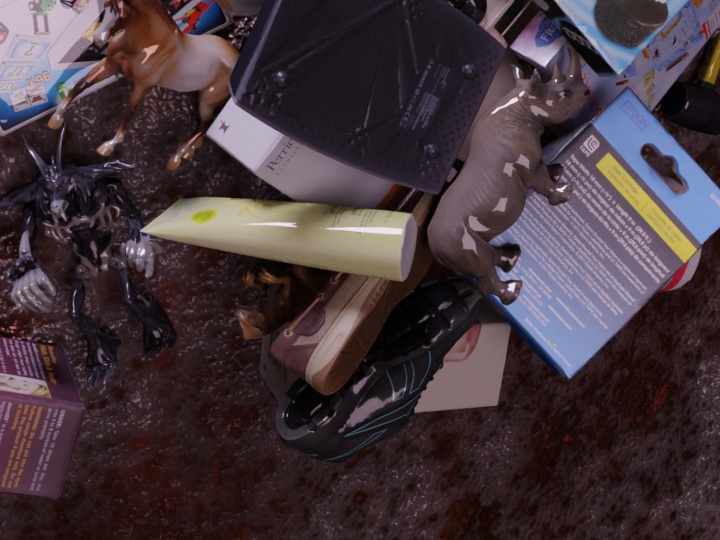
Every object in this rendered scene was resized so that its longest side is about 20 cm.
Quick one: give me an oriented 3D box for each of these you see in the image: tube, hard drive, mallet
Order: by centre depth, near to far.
[{"bbox_3d":[0.005,-0.143,0.848,0.199,0.042,0.135,19,99,-40],"label":"hard drive"},{"bbox_3d":[-0.059,-0.030,0.894,0.058,0.199,0.052,60,40,-67],"label":"tube"},{"bbox_3d":[0.354,-0.224,1.127,0.066,0.041,0.201,22,97,-30],"label":"mallet"}]

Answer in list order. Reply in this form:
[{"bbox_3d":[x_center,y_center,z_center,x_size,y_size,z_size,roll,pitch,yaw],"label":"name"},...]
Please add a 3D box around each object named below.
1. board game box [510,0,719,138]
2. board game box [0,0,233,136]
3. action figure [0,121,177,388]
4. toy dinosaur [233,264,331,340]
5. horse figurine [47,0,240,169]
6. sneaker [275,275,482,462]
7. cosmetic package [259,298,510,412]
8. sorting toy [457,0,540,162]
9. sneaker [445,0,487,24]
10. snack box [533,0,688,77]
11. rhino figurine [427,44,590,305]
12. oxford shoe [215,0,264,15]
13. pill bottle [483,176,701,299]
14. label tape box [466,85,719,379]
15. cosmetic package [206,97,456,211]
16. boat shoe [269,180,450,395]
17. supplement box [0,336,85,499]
[{"bbox_3d":[0.228,-0.207,1.016,0.200,0.041,0.200,-51,148,-4],"label":"board game box"},{"bbox_3d":[-0.208,-0.200,0.882,0.199,0.035,0.127,-28,122,-11],"label":"board game box"},{"bbox_3d":[-0.209,-0.009,0.927,0.118,0.102,0.201,-20,120,-2],"label":"action figure"},{"bbox_3d":[-0.036,0.011,1.007,0.199,0.107,0.060,-19,161,-36],"label":"toy dinosaur"},{"bbox_3d":[-0.139,-0.139,0.899,0.199,0.050,0.133,11,123,-46],"label":"horse figurine"},{"bbox_3d":[0.022,0.082,0.977,0.200,0.075,0.079,-38,132,4],"label":"sneaker"},{"bbox_3d":[0.021,0.068,1.061,0.199,0.103,0.088,-2,113,-25],"label":"cosmetic package"},{"bbox_3d":[0.112,-0.171,1.009,0.200,0.107,0.180,-50,132,-4],"label":"sorting toy"},{"bbox_3d":[0.043,-0.278,0.900,0.087,0.076,0.200,-40,91,-21],"label":"sneaker"},{"bbox_3d":[0.162,-0.258,0.891,0.116,0.037,0.200,-46,104,-6],"label":"snack box"},{"bbox_3d":[0.119,-0.081,0.914,0.087,0.060,0.201,24,96,-18],"label":"rhino figurine"},{"bbox_3d":[-0.035,-0.233,0.927,0.199,0.075,0.058,-14,155,-36],"label":"oxford shoe"},{"bbox_3d":[0.202,-0.025,1.097,0.199,0.111,0.111,-7,114,-21],"label":"pill bottle"},{"bbox_3d":[0.189,-0.032,0.997,0.200,0.063,0.144,-44,98,-1],"label":"label tape box"},{"bbox_3d":[-0.017,-0.094,0.956,0.102,0.071,0.200,-54,141,4],"label":"cosmetic package"},{"bbox_3d":[0.000,0.000,0.941,0.200,0.072,0.072,-57,158,-14],"label":"boat shoe"},{"bbox_3d":[-0.325,0.102,0.915,0.199,0.110,0.086,13,106,-28],"label":"supplement box"}]
